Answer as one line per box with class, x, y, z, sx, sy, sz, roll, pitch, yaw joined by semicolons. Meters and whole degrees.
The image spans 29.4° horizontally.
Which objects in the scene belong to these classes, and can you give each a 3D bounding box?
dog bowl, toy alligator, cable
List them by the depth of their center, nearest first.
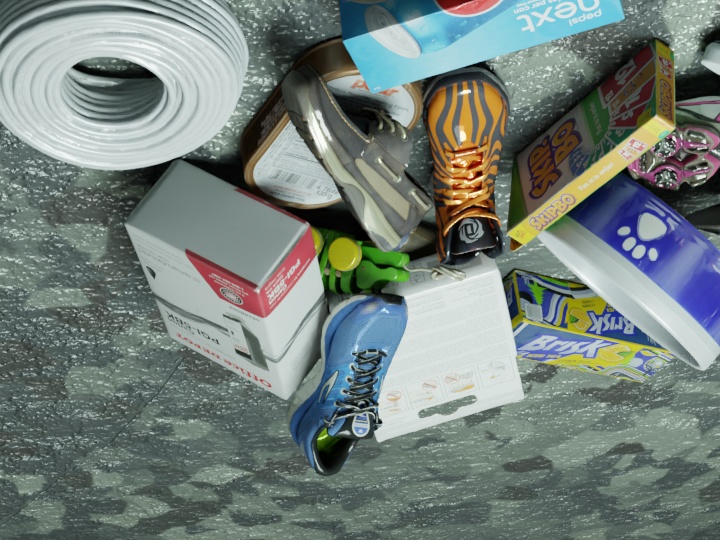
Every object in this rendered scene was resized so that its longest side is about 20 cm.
cable;-0.184;-0.154;1.043;0.200;0.069;0.200;-14;146;12
dog bowl;0.249;-0.006;1.211;0.079;0.200;0.200;-50;137;1
toy alligator;0.000;0.000;1.236;0.200;0.054;0.059;18;-175;28

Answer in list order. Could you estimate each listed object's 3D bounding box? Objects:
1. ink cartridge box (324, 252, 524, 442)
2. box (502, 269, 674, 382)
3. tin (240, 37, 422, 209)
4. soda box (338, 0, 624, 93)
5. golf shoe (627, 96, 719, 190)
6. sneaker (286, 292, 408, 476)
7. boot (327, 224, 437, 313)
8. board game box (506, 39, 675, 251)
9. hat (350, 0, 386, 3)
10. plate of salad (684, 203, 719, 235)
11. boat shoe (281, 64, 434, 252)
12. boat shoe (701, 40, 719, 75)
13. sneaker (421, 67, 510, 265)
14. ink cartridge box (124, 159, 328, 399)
ink cartridge box;0.066;0.071;1.326;0.161;0.050;0.200;-16;138;2
box;0.230;0.060;1.437;0.200;0.064;0.070;13;143;-25
tin;-0.025;-0.118;1.153;0.112;0.042;0.200;9;144;-29
soda box;0.087;-0.200;1.017;0.200;0.064;0.068;-15;146;14
golf shoe;0.322;-0.116;1.139;0.200;0.092;0.073;3;129;10
sneaker;-0.002;0.106;1.240;0.078;0.089;0.200;6;125;-26
boot;-0.004;0.010;1.332;0.200;0.075;0.097;-33;130;20
board game box;0.186;-0.101;1.153;0.030;0.096;0.200;28;136;-19
hat;0.029;-0.263;0.901;0.200;0.081;0.201;-3;156;-2
plate of salad;0.377;-0.070;1.210;0.200;0.048;0.200;-12;-173;1
boat shoe;0.001;-0.100;1.104;0.073;0.075;0.200;-35;139;-2
boat shoe;0.379;-0.165;1.112;0.200;0.068;0.072;16;-174;3
sneaker;0.096;-0.076;1.164;0.077;0.112;0.200;-7;147;3
ink cartridge box;-0.114;0.013;1.239;0.147;0.083;0.200;26;153;21
